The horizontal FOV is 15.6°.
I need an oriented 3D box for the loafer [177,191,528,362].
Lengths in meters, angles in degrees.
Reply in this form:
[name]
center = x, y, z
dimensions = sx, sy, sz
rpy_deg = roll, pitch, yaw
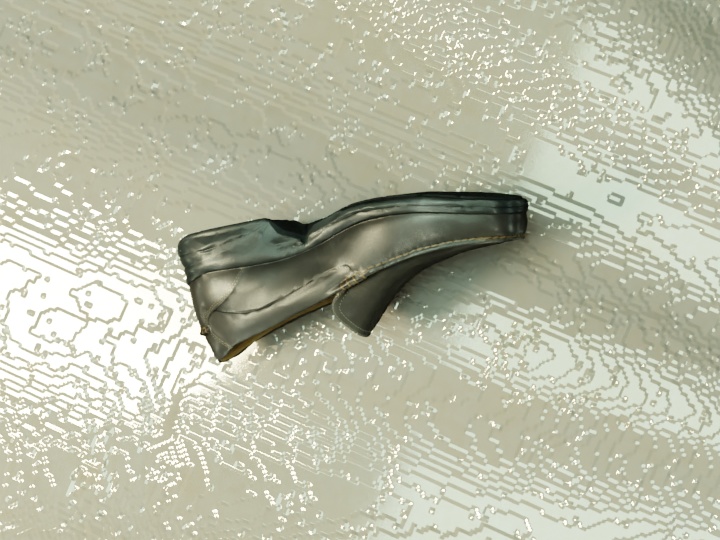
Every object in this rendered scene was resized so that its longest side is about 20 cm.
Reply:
[loafer]
center = 0.000, 0.000, 1.415
dimensions = 0.200, 0.073, 0.072
rpy_deg = -11, 86, 26
